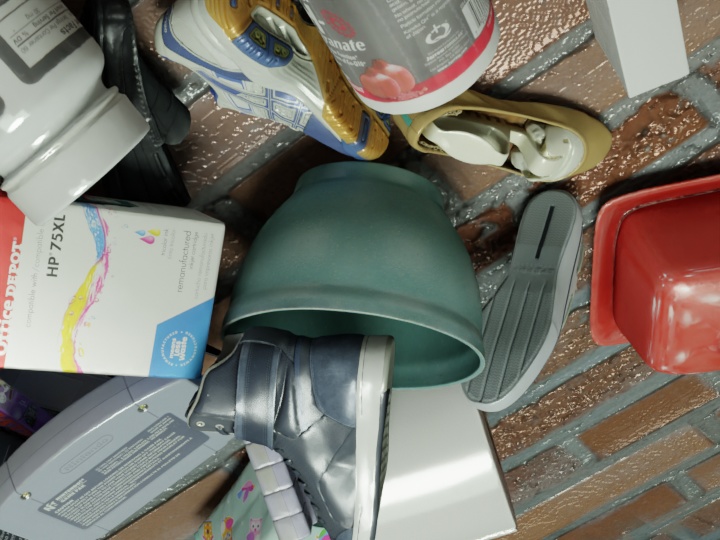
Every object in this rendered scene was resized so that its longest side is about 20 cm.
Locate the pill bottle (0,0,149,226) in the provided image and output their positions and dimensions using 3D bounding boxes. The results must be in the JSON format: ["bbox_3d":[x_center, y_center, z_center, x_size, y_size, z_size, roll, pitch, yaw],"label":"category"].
[{"bbox_3d":[-0.227,-0.131,0.671,0.113,0.113,0.200,-34,107,21],"label":"pill bottle"}]

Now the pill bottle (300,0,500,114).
[{"bbox_3d":[0.005,-0.203,0.703,0.110,0.111,0.200,-24,135,12],"label":"pill bottle"}]

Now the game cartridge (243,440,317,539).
[{"bbox_3d":[-0.068,0.142,0.951,0.038,0.200,0.131,-15,92,0],"label":"game cartridge"}]

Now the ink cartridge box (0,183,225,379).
[{"bbox_3d":[-0.204,0.007,0.774,0.198,0.067,0.117,6,99,-27],"label":"ink cartridge box"}]

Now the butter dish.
[{"bbox_3d":[0.312,0.025,0.978,0.198,0.149,0.200,-11,135,-1],"label":"butter dish"}]

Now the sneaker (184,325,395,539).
[{"bbox_3d":[-0.052,0.130,0.819,0.145,0.077,0.204,4,116,5],"label":"sneaker"}]

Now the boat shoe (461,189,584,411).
[{"bbox_3d":[0.147,0.033,0.930,0.073,0.201,0.067,14,159,35],"label":"boat shoe"}]

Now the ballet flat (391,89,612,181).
[{"bbox_3d":[0.114,-0.097,0.869,0.198,0.063,0.069,9,130,-22],"label":"ballet flat"}]

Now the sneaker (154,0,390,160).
[{"bbox_3d":[-0.058,-0.139,0.796,0.088,0.076,0.200,-11,148,36],"label":"sneaker"}]

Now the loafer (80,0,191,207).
[{"bbox_3d":[-0.156,-0.112,0.793,0.070,0.068,0.201,-12,142,-13],"label":"loafer"}]

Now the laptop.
[{"bbox_3d":[-0.224,0.085,0.934,0.186,0.116,0.200,20,121,-29],"label":"laptop"}]

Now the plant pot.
[{"bbox_3d":[0.000,0.000,0.861,0.198,0.135,0.201,5,160,2],"label":"plant pot"}]

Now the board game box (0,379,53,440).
[{"bbox_3d":[-0.336,0.123,0.977,0.119,0.033,0.200,-10,142,25],"label":"board game box"}]

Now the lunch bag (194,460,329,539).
[{"bbox_3d":[-0.045,0.273,1.167,0.199,0.122,0.171,13,129,-35],"label":"lunch bag"}]

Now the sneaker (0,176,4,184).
[{"bbox_3d":[-0.311,-0.059,0.811,0.113,0.073,0.202,5,123,-13],"label":"sneaker"}]

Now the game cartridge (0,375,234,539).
[{"bbox_3d":[-0.199,0.149,0.909,0.199,0.042,0.133,-36,140,5],"label":"game cartridge"}]

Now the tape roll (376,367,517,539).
[{"bbox_3d":[0.047,0.153,1.008,0.138,0.204,0.203,-18,136,5],"label":"tape roll"}]

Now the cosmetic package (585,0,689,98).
[{"bbox_3d":[0.171,-0.220,0.746,0.050,0.083,0.201,-22,136,6],"label":"cosmetic package"}]

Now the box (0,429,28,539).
[{"bbox_3d":[-0.384,0.189,0.966,0.199,0.108,0.148,30,144,-28],"label":"box"}]
